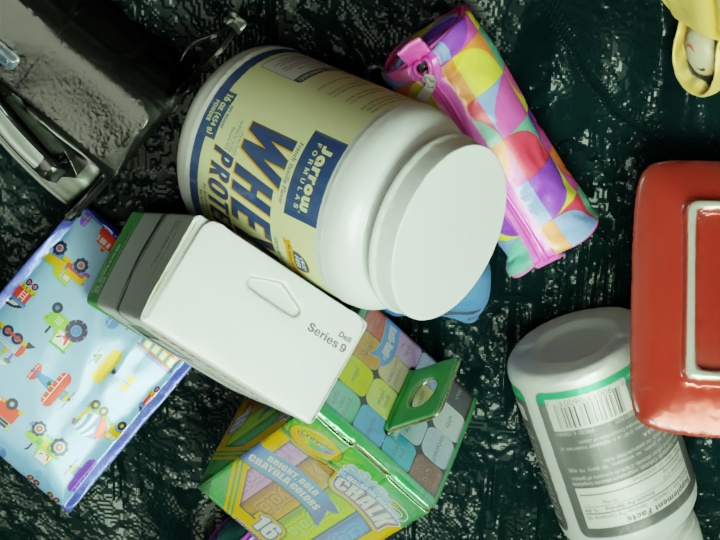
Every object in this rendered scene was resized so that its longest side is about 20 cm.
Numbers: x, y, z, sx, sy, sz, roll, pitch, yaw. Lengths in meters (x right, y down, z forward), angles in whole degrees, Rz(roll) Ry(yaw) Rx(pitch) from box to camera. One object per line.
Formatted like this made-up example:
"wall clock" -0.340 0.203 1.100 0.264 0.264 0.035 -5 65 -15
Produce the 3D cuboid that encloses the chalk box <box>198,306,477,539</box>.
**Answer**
"chalk box" -0.005 0.119 1.225 0.124 0.125 0.200 41 132 -11

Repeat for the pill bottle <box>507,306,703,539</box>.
"pill bottle" 0.191 0.140 1.253 0.112 0.113 0.202 -16 110 12

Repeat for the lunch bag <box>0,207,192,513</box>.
"lunch bag" -0.215 0.057 1.282 0.150 0.094 0.200 41 99 -9

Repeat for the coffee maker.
"coffee maker" -0.219 -0.171 1.174 0.200 0.135 0.193 42 87 -12

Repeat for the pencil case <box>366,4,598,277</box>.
"pencil case" 0.091 -0.092 1.184 0.088 0.089 0.201 -32 107 17

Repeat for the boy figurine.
"boy figurine" 0.218 -0.201 1.116 0.064 0.124 0.201 -43 137 -9

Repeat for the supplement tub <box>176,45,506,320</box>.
"supplement tub" -0.013 -0.060 1.133 0.199 0.144 0.147 26 118 34

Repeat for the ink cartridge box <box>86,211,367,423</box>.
"ink cartridge box" -0.101 0.029 1.173 0.145 0.200 0.085 32 82 -17

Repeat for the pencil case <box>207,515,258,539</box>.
"pencil case" -0.046 0.282 1.350 0.092 0.085 0.201 -40 104 -11

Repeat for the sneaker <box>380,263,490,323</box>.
"sneaker" 0.000 0.000 1.242 0.198 0.066 0.079 11 133 8

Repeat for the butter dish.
"butter dish" 0.291 0.036 1.191 0.197 0.148 0.203 2 71 6
